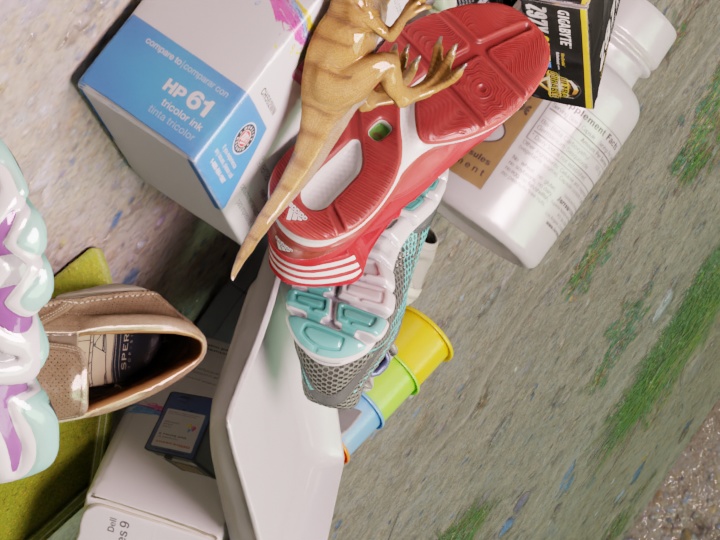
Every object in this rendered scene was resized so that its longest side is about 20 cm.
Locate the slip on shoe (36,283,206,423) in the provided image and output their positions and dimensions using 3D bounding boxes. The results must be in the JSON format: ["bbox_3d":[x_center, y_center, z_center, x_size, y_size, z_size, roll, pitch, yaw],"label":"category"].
[{"bbox_3d":[-0.168,0.054,1.357,0.200,0.060,0.076,-11,114,-46],"label":"slip on shoe"}]

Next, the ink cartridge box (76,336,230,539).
[{"bbox_3d":[-0.116,0.151,1.553,0.200,0.087,0.146,-66,172,-60],"label":"ink cartridge box"}]

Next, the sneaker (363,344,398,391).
[{"bbox_3d":[-0.016,0.051,1.666,0.075,0.087,0.200,-57,163,-3],"label":"sneaker"}]

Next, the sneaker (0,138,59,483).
[{"bbox_3d":[-0.221,0.030,1.230,0.140,0.078,0.201,-18,119,-27],"label":"sneaker"}]

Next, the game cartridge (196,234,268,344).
[{"bbox_3d":[-0.086,0.067,1.712,0.200,0.041,0.133,-58,158,8],"label":"game cartridge"}]

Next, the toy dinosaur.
[{"bbox_3d":[-0.010,-0.096,1.333,0.106,0.060,0.200,-1,120,-38],"label":"toy dinosaur"}]

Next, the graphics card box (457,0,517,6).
[{"bbox_3d":[0.039,-0.158,1.609,0.200,0.051,0.126,-53,163,-11],"label":"graphics card box"}]

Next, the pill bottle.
[{"bbox_3d":[0.134,-0.112,1.832,0.200,0.114,0.114,-55,162,-4],"label":"pill bottle"}]

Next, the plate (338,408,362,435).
[{"bbox_3d":[-0.088,0.164,1.772,0.200,0.032,0.200,-43,177,6],"label":"plate"}]

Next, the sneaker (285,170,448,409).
[{"bbox_3d":[0.000,0.000,1.528,0.091,0.077,0.200,94,16,-47],"label":"sneaker"}]

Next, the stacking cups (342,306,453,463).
[{"bbox_3d":[-0.011,0.116,1.949,0.200,0.060,0.061,-48,161,-22],"label":"stacking cups"}]

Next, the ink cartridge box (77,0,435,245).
[{"bbox_3d":[-0.046,-0.132,1.377,0.200,0.085,0.145,-54,163,-10],"label":"ink cartridge box"}]

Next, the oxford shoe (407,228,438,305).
[{"bbox_3d":[-0.018,-0.032,1.603,0.200,0.075,0.058,25,99,-51],"label":"oxford shoe"}]

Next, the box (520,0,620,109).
[{"bbox_3d":[0.149,-0.227,1.660,0.160,0.049,0.201,76,27,-70],"label":"box"}]

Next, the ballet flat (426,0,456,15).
[{"bbox_3d":[0.010,-0.151,1.493,0.200,0.072,0.068,-53,-165,-9],"label":"ballet flat"}]

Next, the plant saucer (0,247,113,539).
[{"bbox_3d":[-0.204,0.113,1.460,0.200,0.048,0.200,-43,158,-36],"label":"plant saucer"}]

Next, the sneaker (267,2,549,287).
[{"bbox_3d":[0.016,-0.067,1.436,0.200,0.078,0.116,-35,168,-24],"label":"sneaker"}]

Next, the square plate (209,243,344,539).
[{"bbox_3d":[-0.050,0.101,1.501,0.198,0.028,0.200,-75,160,-52],"label":"square plate"}]
